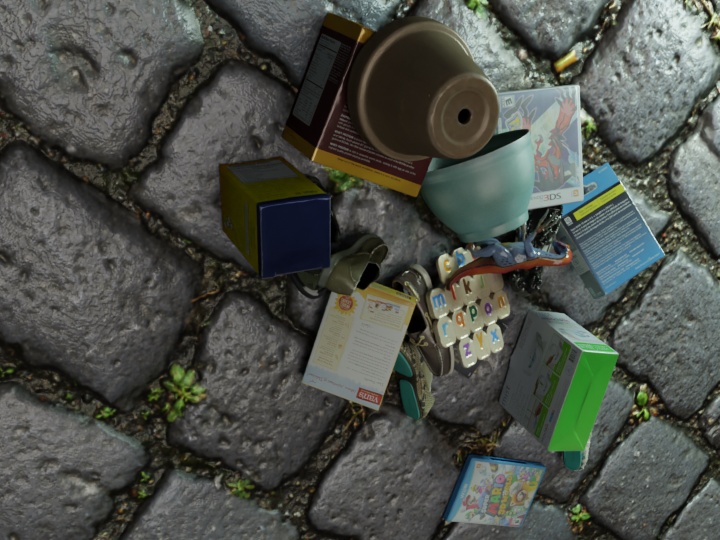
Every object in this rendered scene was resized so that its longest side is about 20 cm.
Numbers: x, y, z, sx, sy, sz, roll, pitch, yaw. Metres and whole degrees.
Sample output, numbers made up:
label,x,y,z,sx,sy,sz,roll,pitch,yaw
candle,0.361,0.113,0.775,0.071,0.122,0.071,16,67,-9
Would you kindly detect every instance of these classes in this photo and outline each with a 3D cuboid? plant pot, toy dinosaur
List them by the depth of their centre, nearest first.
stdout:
label,x,y,z,sx,sy,sz,roll,pitch,yaw
plant pot,0.103,-0.232,1.327,0.196,0.174,0.204,-11,117,-23
plant pot,0.194,-0.127,1.541,0.197,0.200,0.137,-24,102,-15
toy dinosaur,0.265,-0.027,1.655,0.179,0.105,0.203,26,103,-4

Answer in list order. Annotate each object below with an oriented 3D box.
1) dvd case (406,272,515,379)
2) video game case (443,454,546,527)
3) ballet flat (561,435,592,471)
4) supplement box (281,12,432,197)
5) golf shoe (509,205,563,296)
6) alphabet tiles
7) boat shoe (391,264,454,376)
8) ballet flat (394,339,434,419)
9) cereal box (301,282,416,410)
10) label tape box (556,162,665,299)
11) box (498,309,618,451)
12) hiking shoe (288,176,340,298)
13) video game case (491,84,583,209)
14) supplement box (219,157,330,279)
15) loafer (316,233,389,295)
label,x,y,z,sx,sy,sz,roll,pitch,yaw
dvd case,0.178,0.093,1.756,0.199,0.016,0.150,36,93,-33
video game case,0.273,0.448,1.955,0.197,0.018,0.146,13,106,-30
ballet flat,0.442,0.310,1.964,0.070,0.072,0.204,-10,117,-22
supplement box,0.019,-0.249,1.460,0.194,0.133,0.203,15,104,-31
golf shoe,0.307,-0.050,1.735,0.076,0.095,0.204,19,80,8
alphabet tiles,0.190,0.059,1.688,0.198,0.014,0.200,-21,98,-42
boat shoe,0.105,0.094,1.661,0.059,0.071,0.204,-27,105,-38
ballet flat,0.092,0.177,1.729,0.075,0.067,0.202,-44,132,-29
cereal box,-0.003,0.118,1.626,0.141,0.040,0.204,20,105,0
label tape box,0.442,-0.072,1.777,0.142,0.066,0.202,-30,83,-11
box,0.362,0.203,1.800,0.095,0.176,0.204,6,108,-28
hiking shoe,-0.073,-0.039,1.522,0.074,0.101,0.204,-12,116,-20
video game case,0.303,-0.208,1.660,0.179,0.023,0.205,-10,101,-23
supplement box,-0.128,-0.081,1.417,0.107,0.200,0.112,-9,116,-22
loafer,0.000,0.000,1.544,0.199,0.069,0.076,-34,154,-59
